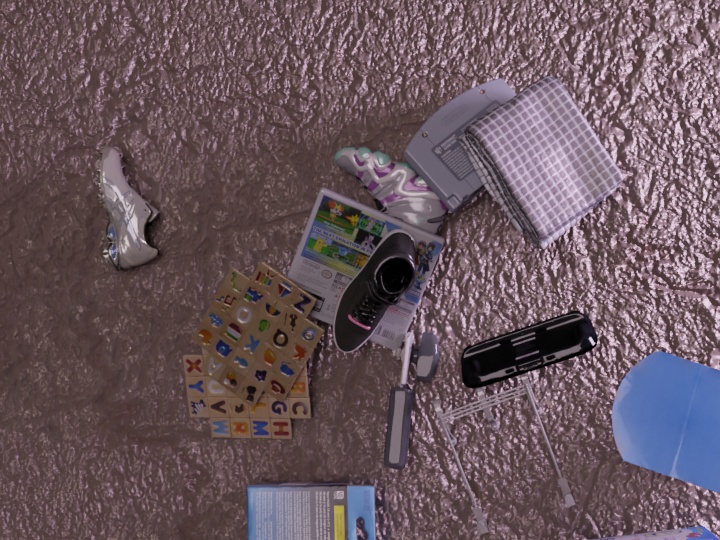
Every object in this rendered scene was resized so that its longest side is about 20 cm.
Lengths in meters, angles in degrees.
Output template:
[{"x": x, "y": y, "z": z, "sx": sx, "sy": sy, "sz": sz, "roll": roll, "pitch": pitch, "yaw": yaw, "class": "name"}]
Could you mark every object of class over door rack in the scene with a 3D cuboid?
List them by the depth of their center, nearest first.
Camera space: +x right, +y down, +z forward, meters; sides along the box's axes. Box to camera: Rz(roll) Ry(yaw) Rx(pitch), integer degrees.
[{"x": 0.201, "y": 0.255, "z": 1.406, "sx": 0.145, "sy": 0.067, "sz": 0.203, "roll": -21, "pitch": 92, "yaw": 10, "class": "over door rack"}]

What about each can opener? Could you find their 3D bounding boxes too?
[{"x": 0.071, "y": 0.189, "z": 1.447, "sx": 0.065, "sy": 0.053, "sz": 0.204, "roll": 9, "pitch": 85, "yaw": 13, "class": "can opener"}]

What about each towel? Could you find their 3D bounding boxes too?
[{"x": 0.257, "y": -0.153, "z": 1.388, "sx": 0.164, "sy": 0.086, "sz": 0.202, "roll": -34, "pitch": 86, "yaw": -16, "class": "towel"}]

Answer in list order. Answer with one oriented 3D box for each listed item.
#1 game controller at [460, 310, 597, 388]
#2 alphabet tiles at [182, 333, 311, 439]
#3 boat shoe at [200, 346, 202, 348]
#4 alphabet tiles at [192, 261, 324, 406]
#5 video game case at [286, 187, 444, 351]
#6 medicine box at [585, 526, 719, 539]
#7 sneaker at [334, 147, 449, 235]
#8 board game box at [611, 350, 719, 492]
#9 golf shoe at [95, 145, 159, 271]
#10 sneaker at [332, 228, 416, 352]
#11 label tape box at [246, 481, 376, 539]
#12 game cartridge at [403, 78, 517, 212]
[{"x": 0.235, "y": 0.113, "z": 1.394, "sx": 0.197, "sy": 0.105, "sz": 0.043, "roll": -20, "pitch": 118, "yaw": 11, "class": "game controller"}, {"x": -0.173, "y": 0.176, "z": 1.501, "sx": 0.196, "sy": 0.006, "sz": 0.170, "roll": -1, "pitch": 103, "yaw": 12, "class": "alphabet tiles"}, {"x": -0.153, "y": 0.080, "z": 1.513, "sx": 0.199, "sy": 0.072, "sz": 0.072, "roll": -36, "pitch": 89, "yaw": 7, "class": "boat shoe"}, {"x": -0.153, "y": 0.096, "z": 1.462, "sx": 0.165, "sy": 0.006, "sz": 0.202, "roll": 33, "pitch": 108, "yaw": 3, "class": "alphabet tiles"}, {"x": 0.000, "y": 0.000, "z": 1.450, "sx": 0.197, "sy": 0.022, "sz": 0.185, "roll": 22, "pitch": 104, "yaw": -4, "class": "video game case"}, {"x": 0.369, "y": 0.404, "z": 1.279, "sx": 0.196, "sy": 0.182, "sz": 0.105, "roll": -10, "pitch": 80, "yaw": 12, "class": "medicine box"}, {"x": 0.035, "y": -0.097, "z": 1.481, "sx": 0.197, "sy": 0.078, "sz": 0.142, "roll": 19, "pitch": 87, "yaw": 16, "class": "sneaker"}, {"x": 0.446, "y": 0.207, "z": 1.363, "sx": 0.197, "sy": 0.039, "sz": 0.161, "roll": 17, "pitch": 82, "yaw": 10, "class": "board game box"}, {"x": -0.374, "y": -0.104, "z": 1.596, "sx": 0.095, "sy": 0.078, "sz": 0.204, "roll": -8, "pitch": 86, "yaw": -5, "class": "golf shoe"}, {"x": 0.016, "y": 0.040, "z": 1.398, "sx": 0.070, "sy": 0.099, "sz": 0.202, "roll": 29, "pitch": 104, "yaw": -8, "class": "sneaker"}, {"x": -0.066, "y": 0.387, "z": 1.448, "sx": 0.196, "sy": 0.063, "sz": 0.147, "roll": -3, "pitch": 81, "yaw": 13, "class": "label tape box"}, {"x": 0.165, "y": -0.191, "z": 1.451, "sx": 0.199, "sy": 0.041, "sz": 0.134, "roll": -37, "pitch": 80, "yaw": -17, "class": "game cartridge"}]
